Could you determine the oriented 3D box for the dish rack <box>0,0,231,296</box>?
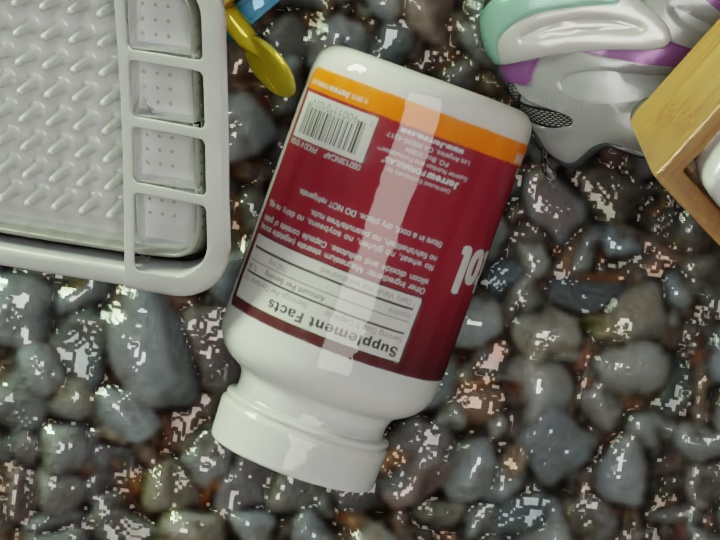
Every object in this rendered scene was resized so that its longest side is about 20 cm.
[{"bbox_3d":[-0.148,-0.083,1.029,0.200,0.044,0.172,9,117,17],"label":"dish rack"}]

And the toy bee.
[{"bbox_3d":[-0.066,-0.158,1.037,0.131,0.109,0.200,30,93,-4],"label":"toy bee"}]

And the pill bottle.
[{"bbox_3d":[0.000,0.000,1.055,0.113,0.113,0.200,20,95,-5],"label":"pill bottle"}]

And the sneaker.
[{"bbox_3d":[0.172,-0.104,1.078,0.200,0.078,0.140,-20,98,8],"label":"sneaker"}]

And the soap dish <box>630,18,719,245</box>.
[{"bbox_3d":[0.230,-0.063,1.039,0.157,0.081,0.200,-48,134,3],"label":"soap dish"}]
